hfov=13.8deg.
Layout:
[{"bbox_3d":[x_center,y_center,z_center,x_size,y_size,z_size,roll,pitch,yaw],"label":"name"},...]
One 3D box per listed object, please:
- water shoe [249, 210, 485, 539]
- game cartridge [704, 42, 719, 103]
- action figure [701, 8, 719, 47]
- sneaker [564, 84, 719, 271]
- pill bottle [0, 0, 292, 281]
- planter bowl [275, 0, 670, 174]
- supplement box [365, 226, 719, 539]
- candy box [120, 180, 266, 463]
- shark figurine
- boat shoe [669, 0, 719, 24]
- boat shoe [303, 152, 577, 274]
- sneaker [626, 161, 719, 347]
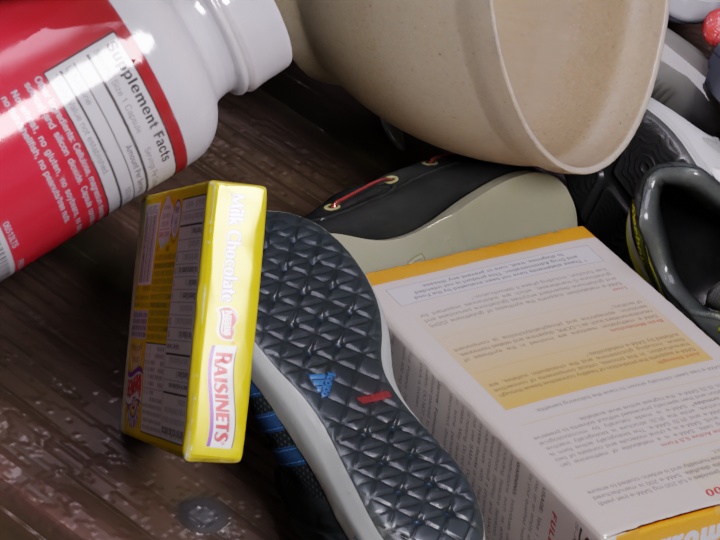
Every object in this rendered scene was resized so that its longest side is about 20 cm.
[{"bbox_3d":[-0.020,0.064,1.212,0.071,0.079,0.200,-5,50,-29],"label":"water shoe"},{"bbox_3d":[0.259,-0.050,1.405,0.200,0.041,0.133,28,13,-4],"label":"game cartridge"},{"bbox_3d":[0.266,-0.110,1.514,0.200,0.065,0.099,15,42,-11],"label":"action figure"},{"bbox_3d":[0.188,-0.020,1.407,0.115,0.076,0.201,-16,54,-44],"label":"sneaker"},{"bbox_3d":[-0.134,-0.071,1.247,0.200,0.112,0.112,-32,53,-13],"label":"pill bottle"},{"bbox_3d":[0.041,-0.144,1.335,0.135,0.200,0.200,2,32,28],"label":"planter bowl"},{"bbox_3d":[0.092,0.070,1.235,0.126,0.074,0.200,-12,36,-28],"label":"supplement box"},{"bbox_3d":[-0.068,0.019,1.165,0.026,0.102,0.200,3,0,-11],"label":"candy box"},{"bbox_3d":[0.098,-0.122,1.484,0.214,0.090,0.128,7,37,-10],"label":"shark figurine"},{"bbox_3d":[0.133,-0.186,1.586,0.072,0.066,0.200,0,42,-33],"label":"boat shoe"},{"bbox_3d":[0.000,0.003,1.321,0.201,0.074,0.063,-23,24,-29],"label":"boat shoe"},{"bbox_3d":[0.176,0.034,1.278,0.074,0.085,0.200,-42,71,3],"label":"sneaker"}]
